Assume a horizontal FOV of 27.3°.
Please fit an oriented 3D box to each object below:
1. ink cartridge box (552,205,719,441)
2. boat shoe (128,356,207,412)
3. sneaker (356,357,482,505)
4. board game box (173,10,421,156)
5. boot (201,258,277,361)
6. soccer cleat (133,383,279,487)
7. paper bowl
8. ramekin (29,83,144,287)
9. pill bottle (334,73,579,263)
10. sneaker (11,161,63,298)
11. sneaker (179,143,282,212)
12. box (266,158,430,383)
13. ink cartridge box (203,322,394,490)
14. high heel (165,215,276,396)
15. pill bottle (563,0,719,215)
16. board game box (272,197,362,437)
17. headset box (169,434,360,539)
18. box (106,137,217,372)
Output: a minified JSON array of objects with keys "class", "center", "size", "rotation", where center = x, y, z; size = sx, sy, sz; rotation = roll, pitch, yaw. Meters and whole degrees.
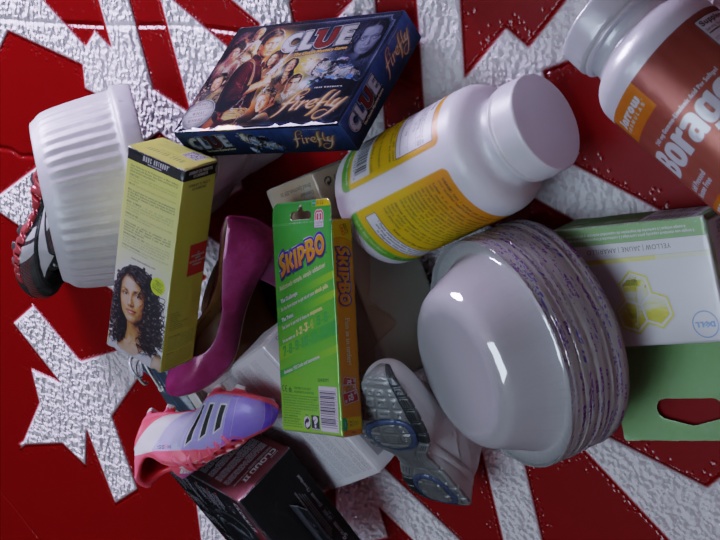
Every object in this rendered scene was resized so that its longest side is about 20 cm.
[{"class":"ink cartridge box","center":[0.244,0.052,1.201],"size":[0.145,0.048,0.201],"rotation":[-5,102,41]},{"class":"boat shoe","center":[-0.206,0.094,1.583],"size":[0.062,0.075,0.200],"rotation":[-36,92,32]},{"class":"sneaker","center":[0.055,0.130,1.315],"size":[0.074,0.087,0.200],"rotation":[7,149,30]},{"class":"board game box","center":[-0.058,-0.163,1.308],"size":[0.199,0.136,0.035],"rotation":[1,142,39]},{"class":"boot","center":[-0.080,0.079,1.466],"size":[0.155,0.077,0.201],"rotation":[21,117,30]},{"class":"soccer cleat","center":[-0.148,0.160,1.407],"size":[0.199,0.067,0.077],"rotation":[-17,55,45]},{"class":"paper bowl","center":[0.122,0.066,1.225],"size":[0.201,0.104,0.202],"rotation":[45,146,43]},{"class":"ramekin","center":[-0.259,-0.077,1.462],"size":[0.200,0.104,0.201],"rotation":[167,90,-81]},{"class":"pill bottle","center":[0.082,-0.087,1.234],"size":[0.200,0.111,0.112],"rotation":[-25,91,43]},{"class":"sneaker","center":[-0.326,-0.036,1.627],"size":[0.098,0.071,0.201],"rotation":[40,128,23]},{"class":"sneaker","center":[-0.171,-0.089,1.445],"size":[0.200,0.115,0.074],"rotation":[-33,87,44]},{"class":"box","center":[0.000,0.000,1.351],"size":[0.095,0.077,0.201],"rotation":[-17,96,58]},{"class":"ink cartridge box","center":[-0.058,0.136,1.423],"size":[0.161,0.050,0.200],"rotation":[47,155,-4]},{"class":"high heel","center":[-0.143,0.035,1.389],"size":[0.200,0.096,0.068],"rotation":[-45,39,21]},{"class":"pill bottle","center":[0.247,-0.126,1.077],"size":[0.200,0.112,0.112],"rotation":[44,130,18]},{"class":"board game box","center":[-0.039,0.040,1.280],"size":[0.095,0.030,0.201],"rotation":[-2,94,55]},{"class":"headset box","center":[-0.096,0.231,1.469],"size":[0.200,0.077,0.149],"rotation":[12,143,56]},{"class":"box","center":[-0.182,-0.014,1.352],"size":[0.075,0.050,0.201],"rotation":[22,115,30]}]
